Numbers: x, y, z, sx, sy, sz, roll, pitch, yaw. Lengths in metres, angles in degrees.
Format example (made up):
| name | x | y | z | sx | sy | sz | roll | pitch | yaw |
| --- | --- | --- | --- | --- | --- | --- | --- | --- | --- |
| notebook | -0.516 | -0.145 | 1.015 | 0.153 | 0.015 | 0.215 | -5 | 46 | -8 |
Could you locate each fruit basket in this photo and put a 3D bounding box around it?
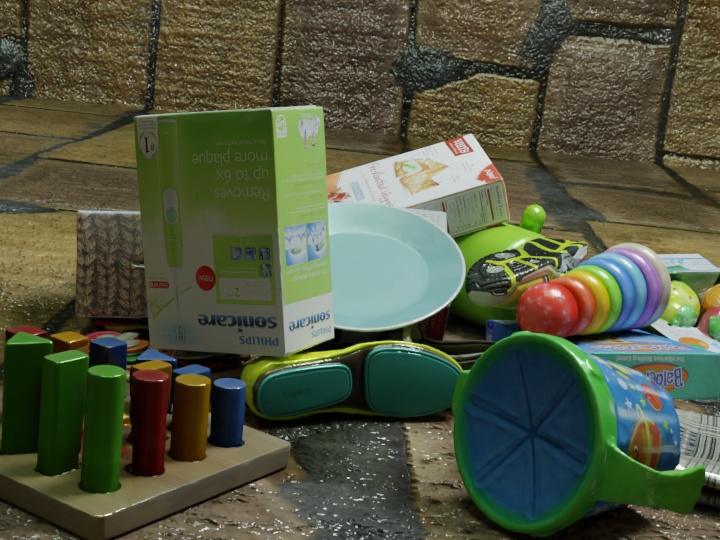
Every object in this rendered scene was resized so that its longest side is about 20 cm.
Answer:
| name | x | y | z | sx | sy | sz | roll | pitch | yaw |
| --- | --- | --- | --- | --- | --- | --- | --- | --- | --- |
| fruit basket | 0.387 | 0.049 | 1.357 | 0.183 | 0.095 | 0.200 | -1 | 17 | -27 |

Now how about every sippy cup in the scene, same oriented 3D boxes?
| name | x | y | z | sx | sy | sz | roll | pitch | yaw |
| --- | --- | --- | --- | --- | --- | --- | --- | --- | --- |
| sippy cup | 0.157 | 0.117 | 0.889 | 0.129 | 0.140 | 0.179 | 9 | 46 | -42 |

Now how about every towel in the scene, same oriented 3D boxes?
| name | x | y | z | sx | sy | sz | roll | pitch | yaw |
| --- | --- | --- | --- | --- | --- | --- | --- | --- | --- |
| towel | 0.295 | 0.148 | 1.005 | 0.198 | 0.035 | 0.192 | 10 | 13 | 20 |

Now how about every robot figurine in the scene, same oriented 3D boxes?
| name | x | y | z | sx | sy | sz | roll | pitch | yaw |
| --- | --- | --- | --- | --- | --- | --- | --- | --- | --- |
| robot figurine | 0.146 | 0.003 | 1.387 | 0.175 | 0.117 | 0.199 | -37 | 34 | -23 |

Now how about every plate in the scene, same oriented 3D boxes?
| name | x | y | z | sx | sy | sz | roll | pitch | yaw |
| --- | --- | --- | --- | --- | --- | --- | --- | --- | --- |
| plate | 0.000 | 0.000 | 1.169 | 0.197 | 0.026 | 0.201 | 2 | 37 | -1 |

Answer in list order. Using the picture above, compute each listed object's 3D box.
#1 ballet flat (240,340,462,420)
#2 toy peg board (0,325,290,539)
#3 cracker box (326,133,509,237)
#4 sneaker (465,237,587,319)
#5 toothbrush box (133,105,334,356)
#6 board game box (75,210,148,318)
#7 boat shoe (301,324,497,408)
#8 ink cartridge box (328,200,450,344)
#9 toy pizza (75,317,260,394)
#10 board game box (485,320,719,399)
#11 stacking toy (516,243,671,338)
| name | x | y | z | sx | sy | sz | roll | pitch | yaw |
| --- | --- | --- | --- | --- | --- | --- | --- | --- | --- |
| ballet flat | -0.009 | 0.090 | 1.056 | 0.198 | 0.068 | 0.067 | -1 | 12 | -22 |
| toy peg board | -0.182 | 0.091 | 0.894 | 0.198 | 0.099 | 0.198 | 15 | 16 | 33 |
| cracker box | 0.054 | -0.080 | 1.394 | 0.198 | 0.058 | 0.134 | -16 | 29 | -4 |
| sneaker | 0.168 | 0.018 | 1.203 | 0.075 | 0.077 | 0.199 | 8 | 13 | 35 |
| toothbrush box | -0.107 | -0.036 | 1.059 | 0.144 | 0.203 | 0.086 | 2 | 10 | 30 |
| board game box | -0.193 | -0.008 | 1.231 | 0.157 | 0.098 | 0.200 | 1 | 2 | -8 |
| boat shoe | 0.041 | 0.078 | 1.124 | 0.197 | 0.066 | 0.073 | 7 | 14 | 11 |
| ink cartridge box | -0.014 | 0.006 | 1.252 | 0.197 | 0.084 | 0.146 | 6 | 43 | -3 |
| toy pizza | -0.179 | 0.069 | 1.139 | 0.198 | 0.032 | 0.200 | 6 | 13 | -1 |
| board game box | 0.225 | 0.083 | 1.183 | 0.150 | 0.046 | 0.200 | 2 | 5 | -16 |
| stacking toy | 0.211 | 0.025 | 1.149 | 0.085 | 0.086 | 0.199 | 15 | 15 | 35 |
